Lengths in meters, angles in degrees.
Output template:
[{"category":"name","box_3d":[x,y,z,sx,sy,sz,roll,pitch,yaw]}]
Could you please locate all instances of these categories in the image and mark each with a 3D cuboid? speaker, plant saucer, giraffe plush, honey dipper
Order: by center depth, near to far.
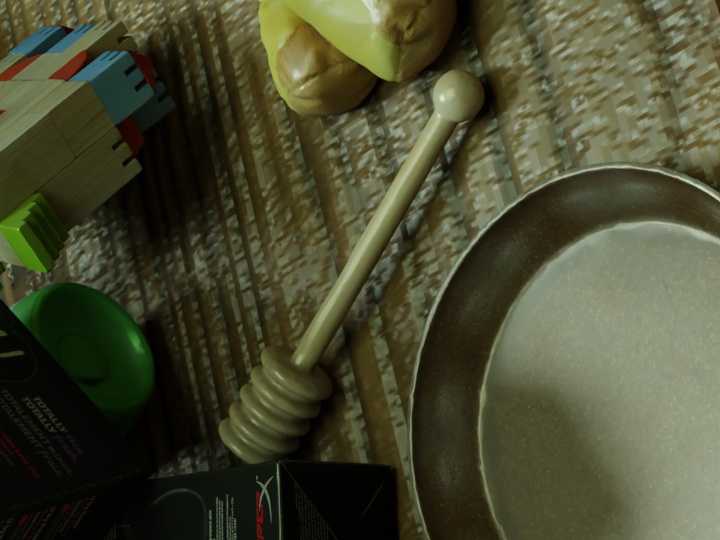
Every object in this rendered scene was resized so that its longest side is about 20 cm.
[{"category":"plant saucer","box_3d":[0.102,0.060,0.771,0.199,0.034,0.203,-7,80,44]},{"category":"giraffe plush","box_3d":[-0.055,-0.177,0.863,0.173,0.161,0.200,-55,52,24]},{"category":"honey dipper","box_3d":[0.000,0.000,0.878,0.038,0.038,0.201,45,112,37]},{"category":"speaker","box_3d":[-0.191,0.090,1.001,0.200,0.088,0.089,-40,59,33]}]

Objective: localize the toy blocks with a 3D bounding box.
[{"category":"toy blocks","box_3d":[-0.157,-0.069,0.981,0.137,0.100,0.199,-41,24,-22]}]

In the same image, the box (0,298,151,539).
[{"category":"box","box_3d":[-0.206,0.093,0.828,0.122,0.199,0.106,45,114,20]}]

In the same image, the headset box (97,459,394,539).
[{"category":"headset box","box_3d":[-0.078,0.170,0.899,0.199,0.077,0.151,-14,74,43]}]
